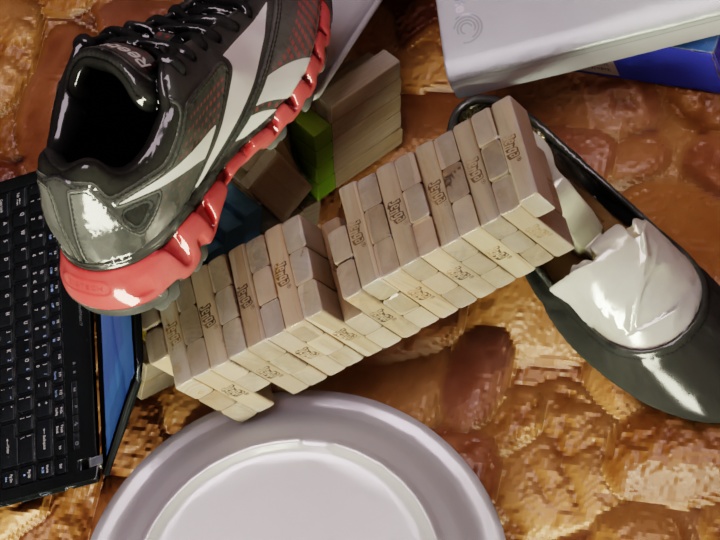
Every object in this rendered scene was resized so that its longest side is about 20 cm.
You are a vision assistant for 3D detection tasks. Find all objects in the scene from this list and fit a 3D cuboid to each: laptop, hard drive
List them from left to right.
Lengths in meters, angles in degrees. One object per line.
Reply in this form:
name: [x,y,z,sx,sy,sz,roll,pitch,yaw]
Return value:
laptop: [-0.172,0.010,1.105,0.199,0.103,0.178,-15,62,18]
hard drive: [0.130,-0.164,1.076,0.199,0.026,0.133,-13,64,14]

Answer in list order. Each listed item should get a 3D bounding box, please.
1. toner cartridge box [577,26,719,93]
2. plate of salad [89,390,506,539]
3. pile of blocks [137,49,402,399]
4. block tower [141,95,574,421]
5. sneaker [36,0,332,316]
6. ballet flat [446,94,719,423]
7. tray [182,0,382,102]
toner cartridge box: [0.155,-0.189,1.117,0.094,0.043,0.201,11,71,22]
plate of salad: [-0.030,0.150,1.035,0.199,0.048,0.201,-4,62,8]
pile of blocks: [-0.063,-0.035,1.107,0.062,0.082,0.200,38,84,29]
block tower: [0.000,0.000,1.026,0.199,0.058,0.054,-29,57,21]
sneaker: [-0.076,-0.081,0.997,0.071,0.098,0.201,12,57,32]
ballet flat: [0.101,-0.009,1.044,0.068,0.068,0.200,-43,61,-5]
tray: [-0.027,-0.139,1.131,0.107,0.022,0.200,5,42,25]
